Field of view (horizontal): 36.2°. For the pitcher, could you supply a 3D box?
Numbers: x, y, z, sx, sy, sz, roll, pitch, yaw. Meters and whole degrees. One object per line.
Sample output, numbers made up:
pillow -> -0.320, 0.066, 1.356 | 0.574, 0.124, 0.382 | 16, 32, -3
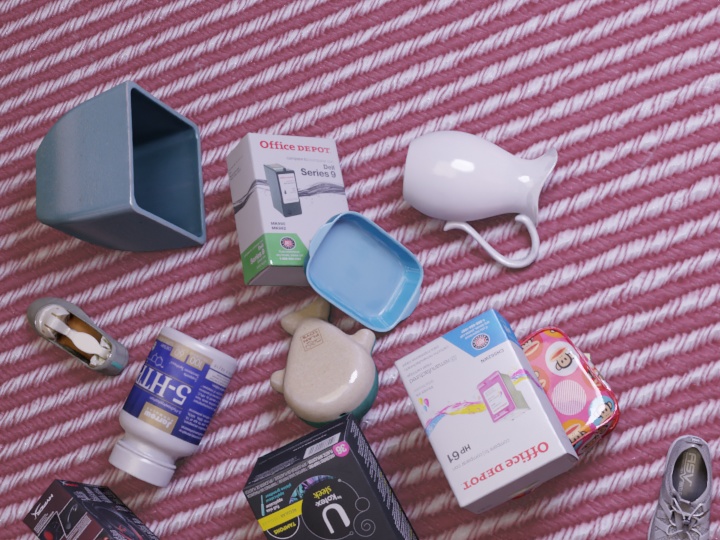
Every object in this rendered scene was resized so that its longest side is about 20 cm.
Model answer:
pitcher -> 0.157, -0.099, 1.509 | 0.198, 0.121, 0.173 | 9, 92, 7

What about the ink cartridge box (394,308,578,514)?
ink cartridge box -> 0.151, 0.171, 1.331 | 0.144, 0.085, 0.201 | -30, 67, 10

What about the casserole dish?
casserole dish -> 0.000, 0.000, 1.500 | 0.039, 0.200, 0.122 | 22, 79, 56

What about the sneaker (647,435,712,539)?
sneaker -> 0.388, 0.296, 1.340 | 0.074, 0.082, 0.202 | 2, 75, 16

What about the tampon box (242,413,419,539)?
tampon box -> -0.033, 0.312, 1.392 | 0.149, 0.126, 0.201 | -27, 96, 8

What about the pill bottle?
pill bottle -> -0.265, 0.191, 1.534 | 0.119, 0.120, 0.201 | 22, 81, 20

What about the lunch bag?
lunch bag -> 0.208, 0.171, 1.397 | 0.200, 0.082, 0.177 | -37, 68, 4

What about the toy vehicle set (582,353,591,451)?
toy vehicle set -> 0.204, 0.171, 1.457 | 0.198, 0.027, 0.125 | 0, 75, 16

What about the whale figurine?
whale figurine -> -0.047, 0.132, 1.515 | 0.158, 0.104, 0.201 | -28, 45, 2

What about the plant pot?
plant pot -> -0.366, -0.134, 1.624 | 0.199, 0.196, 0.197 | -12, 72, 21

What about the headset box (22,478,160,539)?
headset box -> -0.334, 0.377, 1.484 | 0.200, 0.149, 0.075 | 38, 88, 21

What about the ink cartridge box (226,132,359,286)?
ink cartridge box -> -0.097, -0.085, 1.546 | 0.084, 0.145, 0.201 | -37, 59, 52

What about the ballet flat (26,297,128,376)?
ballet flat -> -0.430, 0.089, 1.639 | 0.199, 0.064, 0.068 | 29, 84, 21
